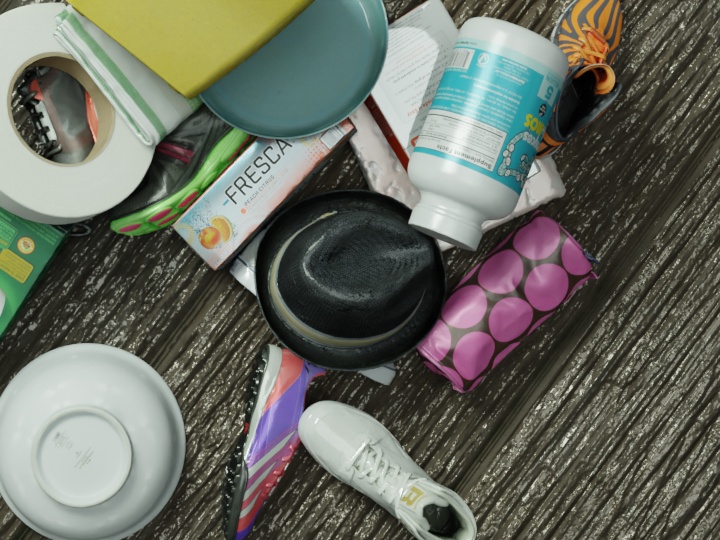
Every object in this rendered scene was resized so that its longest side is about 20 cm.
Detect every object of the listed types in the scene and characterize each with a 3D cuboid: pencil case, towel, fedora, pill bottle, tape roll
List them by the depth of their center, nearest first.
[{"bbox_3d":[-0.283,-0.146,1.320,0.201,0.037,0.206,7,78,-33],"label":"tape roll"},{"bbox_3d":[0.112,-0.124,1.329,0.110,0.111,0.202,22,88,-7],"label":"pill bottle"},{"bbox_3d":[0.000,0.000,1.365,0.198,0.092,0.204,4,76,-15],"label":"fedora"},{"bbox_3d":[-0.189,-0.230,1.370,0.150,0.031,0.200,52,50,-16],"label":"towel"},{"bbox_3d":[0.146,0.036,1.445,0.200,0.091,0.094,-42,115,-3],"label":"pencil case"},{"bbox_3d":[0.090,-0.131,1.459,0.189,0.032,0.202,-25,94,-5],"label":"towel"}]

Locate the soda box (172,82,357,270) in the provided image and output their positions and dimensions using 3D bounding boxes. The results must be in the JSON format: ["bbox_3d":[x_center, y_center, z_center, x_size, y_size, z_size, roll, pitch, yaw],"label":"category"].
[{"bbox_3d":[-0.093,-0.092,1.405,0.200,0.068,0.064,-45,90,3],"label":"soda box"}]

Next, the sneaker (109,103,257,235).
[{"bbox_3d":[-0.178,-0.113,1.413,0.084,0.077,0.200,43,80,7],"label":"sneaker"}]

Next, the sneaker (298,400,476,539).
[{"bbox_3d":[0.033,0.202,1.399,0.199,0.115,0.074,39,81,-17],"label":"sneaker"}]

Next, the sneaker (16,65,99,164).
[{"bbox_3d":[-0.298,-0.150,1.376,0.081,0.077,0.203,3,79,-40],"label":"sneaker"}]

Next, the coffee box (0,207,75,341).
[{"bbox_3d":[-0.377,0.005,1.368,0.122,0.044,0.201,33,106,-6],"label":"coffee box"}]

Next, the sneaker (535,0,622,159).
[{"bbox_3d":[0.231,-0.203,1.421,0.077,0.112,0.202,29,74,-15],"label":"sneaker"}]

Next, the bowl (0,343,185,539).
[{"bbox_3d":[-0.269,0.176,1.391,0.198,0.090,0.204,0,91,-8],"label":"bowl"}]

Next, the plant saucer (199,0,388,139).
[{"bbox_3d":[-0.071,-0.220,1.362,0.197,0.027,0.203,-1,79,3],"label":"plant saucer"}]

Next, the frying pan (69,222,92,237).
[{"bbox_3d":[-0.375,-0.035,1.406,0.188,0.031,0.116,27,89,-4],"label":"frying pan"}]

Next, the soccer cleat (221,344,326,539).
[{"bbox_3d":[-0.090,0.179,1.428,0.072,0.068,0.203,15,88,-15],"label":"soccer cleat"}]

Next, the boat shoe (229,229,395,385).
[{"bbox_3d":[-0.036,0.037,1.425,0.199,0.074,0.066,37,91,-7],"label":"boat shoe"}]

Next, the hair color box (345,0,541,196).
[{"bbox_3d":[0.078,-0.154,1.411,0.110,0.064,0.201,-31,92,-6],"label":"hair color box"}]

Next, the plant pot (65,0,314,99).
[{"bbox_3d":[-0.155,-0.265,1.243,0.199,0.200,0.177,38,92,-18],"label":"plant pot"}]
